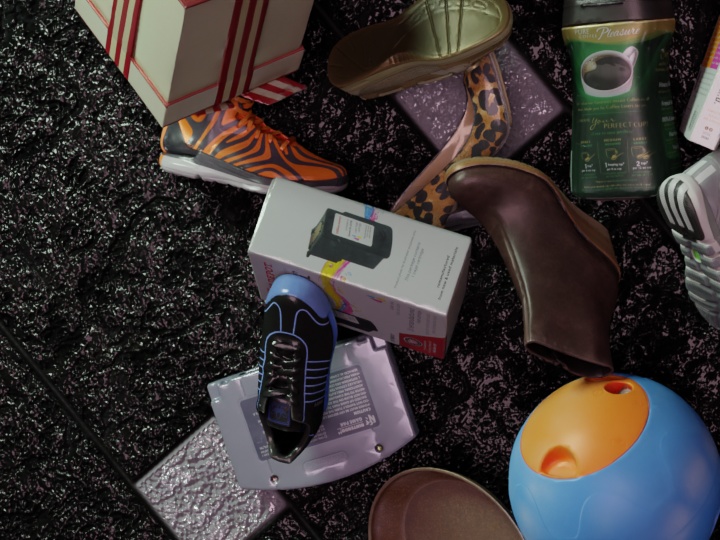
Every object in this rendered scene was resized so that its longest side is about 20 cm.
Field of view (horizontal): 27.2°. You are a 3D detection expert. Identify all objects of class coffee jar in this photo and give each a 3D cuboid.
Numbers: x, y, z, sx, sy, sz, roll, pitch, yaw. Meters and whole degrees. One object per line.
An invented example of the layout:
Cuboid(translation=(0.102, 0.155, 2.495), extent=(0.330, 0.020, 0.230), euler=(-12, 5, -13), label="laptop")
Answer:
Cuboid(translation=(0.245, -0.169, 1.398), extent=(0.103, 0.085, 0.202), euler=(0, 99, 29), label="coffee jar")

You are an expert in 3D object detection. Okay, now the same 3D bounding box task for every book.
Cuboid(translation=(0.344, -0.212, 1.352), extent=(0.048, 0.134, 0.202), euler=(22, 102, 6), label="book")

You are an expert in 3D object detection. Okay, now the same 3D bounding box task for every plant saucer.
Cuboid(translation=(0.098, 0.283, 1.489), extent=(0.199, 0.037, 0.202), euler=(16, 119, 32), label="plant saucer")

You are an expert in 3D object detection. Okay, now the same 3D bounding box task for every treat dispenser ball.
Cuboid(translation=(0.238, 0.197, 1.396), extent=(0.199, 0.201, 0.203), euler=(2, 99, 10), label="treat dispenser ball")

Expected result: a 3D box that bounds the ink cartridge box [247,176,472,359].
Cuboid(translation=(0.000, 0.000, 1.434), extent=(0.198, 0.146, 0.084), euler=(17, 72, 8), label="ink cartridge box")

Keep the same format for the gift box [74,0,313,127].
Cuboid(translation=(-0.137, -0.258, 1.385), extent=(0.199, 0.187, 0.185), euler=(-21, 66, -28), label="gift box")

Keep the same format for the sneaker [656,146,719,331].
Cuboid(translation=(0.356, -0.033, 1.393), extent=(0.115, 0.075, 0.201), euler=(-39, 129, -14), label="sneaker")

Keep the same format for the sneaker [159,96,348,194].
Cuboid(translation=(-0.104, -0.139, 1.476), extent=(0.198, 0.078, 0.113), euler=(11, 101, 9), label="sneaker")

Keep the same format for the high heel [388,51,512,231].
Cuboid(translation=(0.077, -0.131, 1.443), extent=(0.141, 0.071, 0.202), euler=(-10, 105, 6), label="high heel")

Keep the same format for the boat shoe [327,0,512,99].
Cuboid(translation=(0.063, -0.209, 1.413), extent=(0.199, 0.063, 0.074), euler=(-18, 63, 32), label="boat shoe")

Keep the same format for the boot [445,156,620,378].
Cuboid(translation=(0.160, -0.005, 1.379), extent=(0.199, 0.168, 0.072), euler=(25, 140, -21), label="boot")

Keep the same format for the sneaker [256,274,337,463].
Cuboid(translation=(-0.064, 0.098, 1.421), extent=(0.069, 0.078, 0.201), euler=(10, 133, 14), label="sneaker")

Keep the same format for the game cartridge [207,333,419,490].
Cuboid(translation=(-0.046, 0.150, 1.529), extent=(0.198, 0.041, 0.134), euler=(-17, 91, 13), label="game cartridge")
